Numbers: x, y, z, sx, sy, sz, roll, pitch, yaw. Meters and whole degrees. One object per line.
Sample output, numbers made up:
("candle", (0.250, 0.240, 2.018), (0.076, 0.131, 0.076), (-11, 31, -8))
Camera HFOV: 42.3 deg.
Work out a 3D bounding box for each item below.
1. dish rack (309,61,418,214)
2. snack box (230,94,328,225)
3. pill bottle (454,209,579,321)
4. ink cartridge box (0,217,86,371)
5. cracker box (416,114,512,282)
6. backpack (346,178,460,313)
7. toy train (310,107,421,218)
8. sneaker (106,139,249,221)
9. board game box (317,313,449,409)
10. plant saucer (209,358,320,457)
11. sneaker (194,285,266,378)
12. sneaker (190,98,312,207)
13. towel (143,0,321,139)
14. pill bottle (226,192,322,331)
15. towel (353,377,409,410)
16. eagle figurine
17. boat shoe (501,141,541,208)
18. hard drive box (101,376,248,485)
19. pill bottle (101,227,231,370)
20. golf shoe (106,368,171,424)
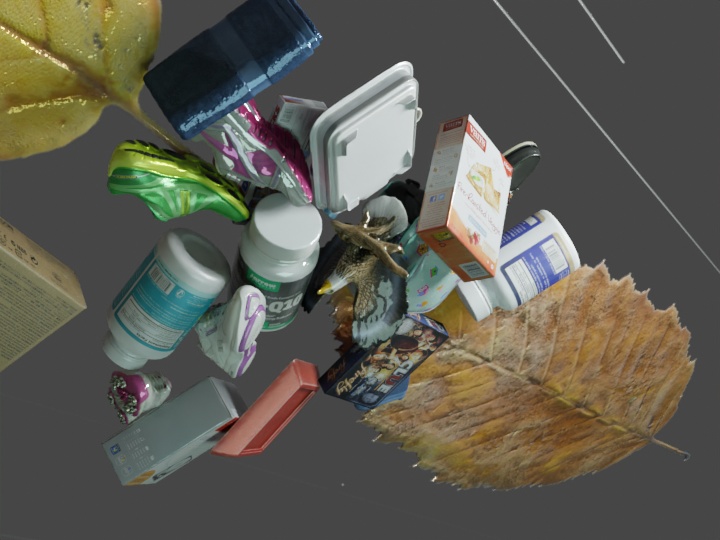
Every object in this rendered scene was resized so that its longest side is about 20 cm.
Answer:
("dish rack", (0.014, -0.163, 1.224), (0.171, 0.044, 0.201), (-37, 156, -20))
("snack box", (-0.113, -0.144, 1.269), (0.071, 0.024, 0.201), (2, 130, -36))
("pill bottle", (0.260, -0.003, 1.587), (0.199, 0.120, 0.120), (-31, 141, 0))
("ink cartridge box", (-0.474, 0.026, 1.167), (0.164, 0.075, 0.200), (-34, 141, 4))
("cracker box", (0.154, -0.104, 1.342), (0.057, 0.201, 0.134), (-12, 141, 36))
("backpack", (0.068, -0.018, 1.420), (0.175, 0.154, 0.200), (4, 138, -51))
("toy train", (-0.009, -0.171, 1.294), (0.200, 0.056, 0.150), (-50, 156, 11))
("sneaker", (-0.235, -0.104, 1.198), (0.199, 0.074, 0.084), (20, 116, -34))
("board game box", (0.041, 0.149, 1.590), (0.200, 0.035, 0.135), (-46, 138, 18))
("plant saucer", (-0.144, 0.237, 1.536), (0.200, 0.037, 0.200), (-48, 168, -1))
("sneaker", (-0.189, 0.078, 1.293), (0.075, 0.099, 0.201), (-54, 172, -37))
("sneaker", (-0.140, -0.150, 1.190), (0.088, 0.082, 0.200), (-33, 117, 22))
("towel", (-0.145, -0.238, 1.071), (0.199, 0.112, 0.049), (-34, 148, 1))
("pill bottle", (-0.121, -0.011, 1.302), (0.112, 0.114, 0.201), (-11, 150, -24))
("towel", (0.038, 0.169, 1.674), (0.111, 0.049, 0.201), (-15, 138, -19))
("eagle figurine", (-0.007, 0.002, 1.309), (0.149, 0.153, 0.201), (-7, 150, -9))
("boat shoe", (0.215, -0.120, 1.485), (0.201, 0.063, 0.074), (-43, 137, 10))
("hard drive box", (-0.287, 0.257, 1.484), (0.199, 0.077, 0.156), (-33, 167, 0))
("pill bottle", (-0.276, 0.046, 1.290), (0.110, 0.111, 0.200), (21, 118, -45))
("golf shoe", (-0.324, 0.174, 1.387), (0.091, 0.076, 0.200), (-26, 176, -24))
